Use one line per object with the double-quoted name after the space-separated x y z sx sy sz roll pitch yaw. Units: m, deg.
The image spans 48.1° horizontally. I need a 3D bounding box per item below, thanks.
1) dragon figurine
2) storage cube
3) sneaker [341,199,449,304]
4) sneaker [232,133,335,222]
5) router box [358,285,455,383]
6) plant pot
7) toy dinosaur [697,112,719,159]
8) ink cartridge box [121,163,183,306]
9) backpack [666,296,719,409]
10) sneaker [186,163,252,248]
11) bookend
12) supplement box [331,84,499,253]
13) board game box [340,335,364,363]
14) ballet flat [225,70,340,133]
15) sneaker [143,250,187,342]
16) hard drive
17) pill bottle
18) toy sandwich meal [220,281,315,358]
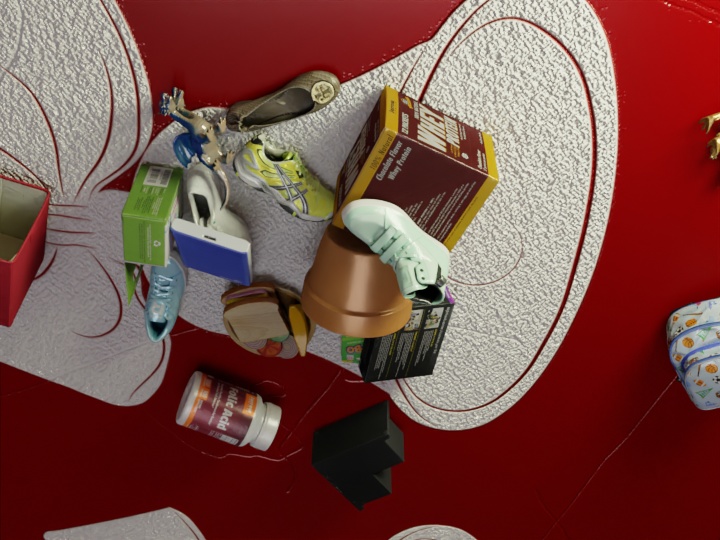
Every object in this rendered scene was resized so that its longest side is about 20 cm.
-0.261 -0.201 1.305 0.098 0.059 0.202 14 135 29 "dragon figurine"
-0.646 -0.044 1.383 0.168 0.202 0.181 17 135 -11 "storage cube"
0.056 -0.025 1.228 0.198 0.119 0.074 29 127 -18 "sneaker"
-0.113 -0.149 1.339 0.198 0.076 0.077 27 128 -19 "sneaker"
0.084 0.124 1.534 0.146 0.051 0.202 -4 133 -19 "router box"
0.000 0.000 1.381 0.196 0.201 0.142 6 121 -2 "plant pot"
0.589 -0.228 1.256 0.104 0.061 0.202 -11 139 -15 "toy dinosaur"
-0.352 -0.056 1.382 0.074 0.149 0.202 7 130 -4 "ink cartridge box"
0.657 0.150 1.494 0.198 0.155 0.192 -26 113 26 "backpack"
-0.252 -0.078 1.395 0.074 0.089 0.202 -15 127 14 "sneaker"
0.027 0.409 1.769 0.198 0.093 0.199 -27 124 21 "bookend"
0.083 -0.146 1.291 0.197 0.134 0.199 22 127 -14 "supplement box"
0.010 0.103 1.566 0.093 0.030 0.203 3 126 2 "board game box"
-0.124 -0.258 1.269 0.196 0.047 0.068 -14 128 14 "ballet flat"
-0.367 0.054 1.513 0.072 0.083 0.202 8 129 -5 "sneaker"
-0.252 -0.028 1.397 0.130 0.026 0.200 18 163 -1 "hard drive"
-0.273 0.297 1.682 0.197 0.115 0.115 23 127 -15 "pill bottle"
-0.179 0.106 1.551 0.201 0.071 0.208 2 129 2 "toy sandwich meal"
